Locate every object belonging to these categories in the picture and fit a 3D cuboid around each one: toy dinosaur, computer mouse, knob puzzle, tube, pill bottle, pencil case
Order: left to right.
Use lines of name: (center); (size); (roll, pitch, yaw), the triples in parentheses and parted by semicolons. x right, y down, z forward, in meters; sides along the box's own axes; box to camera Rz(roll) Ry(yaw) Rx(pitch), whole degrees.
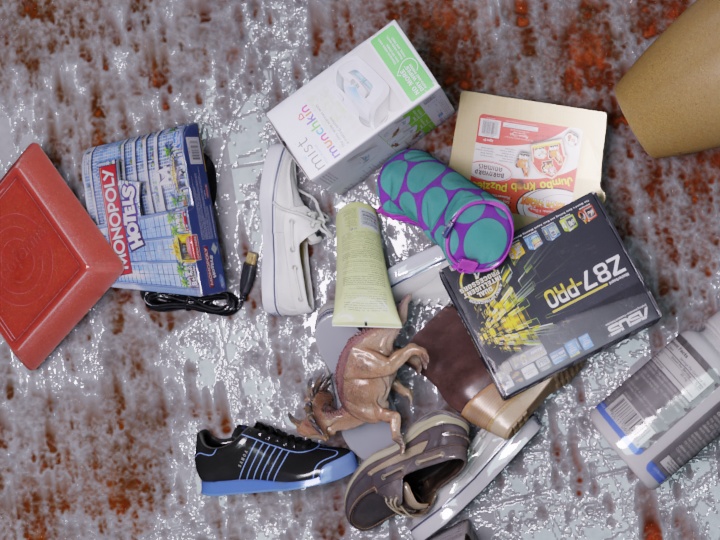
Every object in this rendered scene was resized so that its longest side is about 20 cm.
computer mouse: (-0.189, -0.042, 1.729); (0.139, 0.046, 0.202); (10, 91, 9)
toy dinosaur: (-0.001, 0.120, 1.609); (0.134, 0.086, 0.202); (15, 104, -2)
tube: (0.000, 0.000, 1.634); (0.058, 0.201, 0.052); (-32, 124, 19)
pencil case: (0.090, -0.068, 1.615); (0.085, 0.200, 0.093); (29, 98, -31)
knob puzzle: (0.191, -0.097, 1.683); (0.218, 0.030, 0.222); (3, 98, 19)
pill bottle: (0.365, 0.140, 1.616); (0.200, 0.114, 0.114); (-41, 84, 5)

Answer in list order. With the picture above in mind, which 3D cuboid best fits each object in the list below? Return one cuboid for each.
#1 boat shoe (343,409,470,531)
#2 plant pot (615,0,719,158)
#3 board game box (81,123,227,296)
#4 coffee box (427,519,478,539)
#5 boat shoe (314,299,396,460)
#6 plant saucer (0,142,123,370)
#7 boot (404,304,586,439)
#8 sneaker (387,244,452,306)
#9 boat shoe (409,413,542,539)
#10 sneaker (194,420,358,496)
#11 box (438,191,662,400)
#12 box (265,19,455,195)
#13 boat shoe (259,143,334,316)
boat shoe: (0.049, 0.240, 1.637); (0.074, 0.074, 0.200); (24, 124, -27)
plant pot: (0.388, -0.214, 1.590); (0.199, 0.186, 0.188); (-29, 85, 20)
board game box: (-0.270, -0.056, 1.703); (0.198, 0.062, 0.202); (-10, 90, 26)
coffee box: (0.108, 0.355, 1.605); (0.079, 0.200, 0.114); (-26, 85, 3)
boat shoe: (-0.007, 0.126, 1.690); (0.070, 0.070, 0.201); (-20, 112, 5)
plant saucer: (-0.401, -0.014, 1.720); (0.200, 0.037, 0.201); (-44, 74, 24)
boot: (0.164, 0.082, 1.665); (0.166, 0.073, 0.200); (39, 70, 25)
sneaker: (0.083, 0.012, 1.674); (0.199, 0.073, 0.071); (-27, 87, 14)
boat shoe: (0.121, 0.228, 1.671); (0.066, 0.072, 0.200); (45, 94, 11)
sneaker: (-0.103, 0.216, 1.699); (0.198, 0.070, 0.079); (-8, 94, 12)
box: (0.209, 0.029, 1.603); (0.199, 0.049, 0.162); (-26, 78, -1)
box: (0.006, -0.175, 1.627); (0.176, 0.200, 0.097); (-35, 84, 7)
boat shoe: (-0.070, -0.047, 1.696); (0.085, 0.075, 0.204); (1, 92, 14)
